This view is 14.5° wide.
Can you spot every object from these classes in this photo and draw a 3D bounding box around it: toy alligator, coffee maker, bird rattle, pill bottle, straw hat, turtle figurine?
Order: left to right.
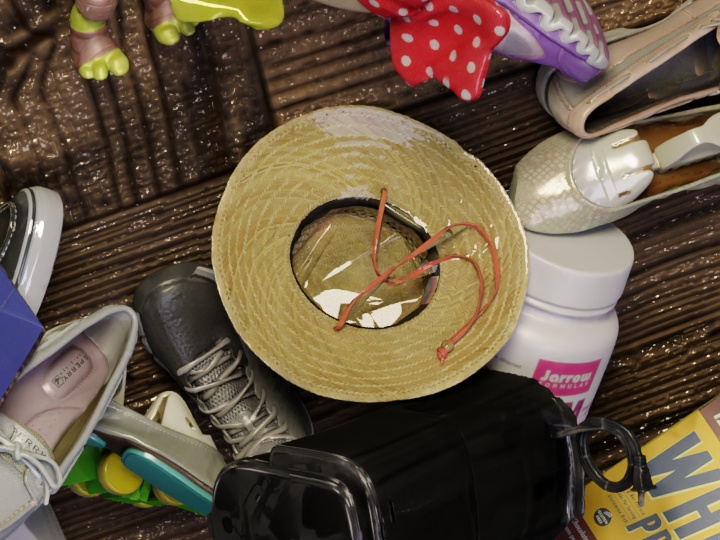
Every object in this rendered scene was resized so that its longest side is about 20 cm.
[{"bbox_3d":[-0.149,-0.189,1.602,0.200,0.064,0.162,-42,143,-32],"label":"turtle figurine"},{"bbox_3d":[-0.124,0.130,1.860,0.199,0.059,0.054,13,78,-28],"label":"toy alligator"},{"bbox_3d":[-0.011,-0.174,1.561,0.113,0.200,0.163,-59,163,-22],"label":"bird rattle"},{"bbox_3d":[0.000,0.000,1.786,0.200,0.202,0.085,-13,171,-12],"label":"straw hat"},{"bbox_3d":[0.037,0.133,1.721,0.192,0.135,0.200,-25,178,40],"label":"coffee maker"},{"bbox_3d":[0.102,0.058,1.853,0.113,0.113,0.200,5,122,-24],"label":"pill bottle"}]

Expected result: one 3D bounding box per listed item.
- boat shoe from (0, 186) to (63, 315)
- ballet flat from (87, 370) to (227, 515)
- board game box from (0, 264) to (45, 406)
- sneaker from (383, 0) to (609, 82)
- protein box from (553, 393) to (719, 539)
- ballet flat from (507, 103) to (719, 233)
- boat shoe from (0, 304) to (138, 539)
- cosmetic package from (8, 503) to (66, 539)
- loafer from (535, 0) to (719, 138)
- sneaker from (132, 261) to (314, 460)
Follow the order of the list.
[{"bbox_3d":[-0.250,0.029,1.723,0.071,0.072,0.200,22,111,-27],"label":"boat shoe"},{"bbox_3d":[-0.146,0.093,1.780,0.200,0.067,0.064,27,74,-9],"label":"ballet flat"},{"bbox_3d":[-0.305,0.071,1.634,0.200,0.160,0.097,-28,106,19],"label":"board game box"},{"bbox_3d":[0.060,-0.161,1.708,0.200,0.081,0.089,26,117,-27],"label":"sneaker"},{"bbox_3d":[0.236,0.193,1.932,0.198,0.135,0.200,-35,163,5],"label":"protein box"},{"bbox_3d":[0.185,-0.076,1.806,0.199,0.068,0.062,-18,171,-25],"label":"ballet flat"},{"bbox_3d":[-0.193,0.090,1.666,0.074,0.202,0.065,47,129,-7],"label":"boat shoe"},{"bbox_3d":[-0.250,0.171,1.770,0.107,0.085,0.200,-26,158,-1],"label":"cosmetic package"},{"bbox_3d":[0.212,-0.132,1.791,0.199,0.063,0.072,-22,128,-5],"label":"loafer"},{"bbox_3d":[-0.071,0.088,1.806,0.075,0.116,0.200,-32,129,4],"label":"sneaker"}]
